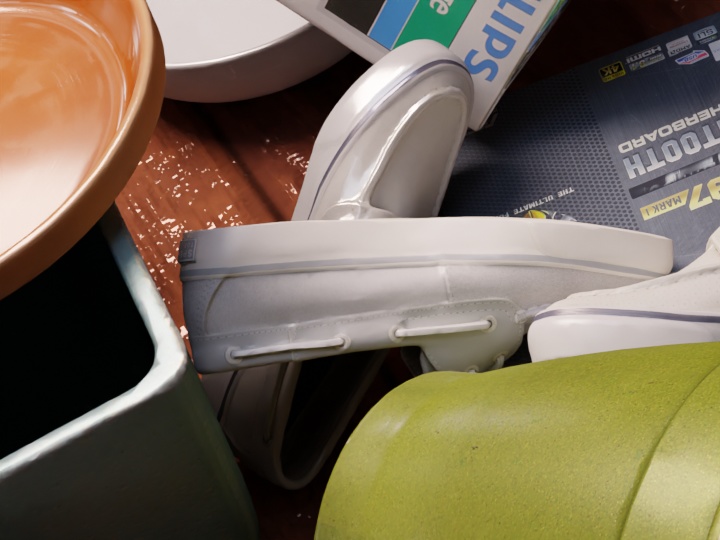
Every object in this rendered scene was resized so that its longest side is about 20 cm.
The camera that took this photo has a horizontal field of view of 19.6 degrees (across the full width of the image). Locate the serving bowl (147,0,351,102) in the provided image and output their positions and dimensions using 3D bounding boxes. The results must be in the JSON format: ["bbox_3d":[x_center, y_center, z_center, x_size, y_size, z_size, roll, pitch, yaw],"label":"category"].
[{"bbox_3d":[-0.055,-0.158,1.094,0.199,0.066,0.201,-12,48,14],"label":"serving bowl"}]

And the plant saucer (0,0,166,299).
[{"bbox_3d":[-0.166,-0.050,0.795,0.199,0.032,0.201,-12,49,14],"label":"plant saucer"}]

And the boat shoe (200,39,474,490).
[{"bbox_3d":[0.000,0.000,0.891,0.066,0.072,0.201,36,96,43],"label":"boat shoe"}]

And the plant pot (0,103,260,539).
[{"bbox_3d":[-0.145,0.082,0.833,0.196,0.200,0.196,-29,46,-2],"label":"plant pot"}]

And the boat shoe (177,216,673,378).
[{"bbox_3d":[0.028,0.013,0.827,0.199,0.069,0.072,-1,1,-16],"label":"boat shoe"}]

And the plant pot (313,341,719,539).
[{"bbox_3d":[0.092,0.111,0.731,0.192,0.201,0.201,6,53,42],"label":"plant pot"}]

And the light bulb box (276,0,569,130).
[{"bbox_3d":[0.031,-0.204,0.963,0.199,0.125,0.198,34,41,3],"label":"light bulb box"}]

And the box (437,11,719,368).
[{"bbox_3d":[0.133,-0.030,0.913,0.199,0.051,0.158,-21,47,7],"label":"box"}]

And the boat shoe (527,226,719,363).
[{"bbox_3d":[0.161,0.007,0.809,0.199,0.071,0.070,-2,79,-7],"label":"boat shoe"}]
